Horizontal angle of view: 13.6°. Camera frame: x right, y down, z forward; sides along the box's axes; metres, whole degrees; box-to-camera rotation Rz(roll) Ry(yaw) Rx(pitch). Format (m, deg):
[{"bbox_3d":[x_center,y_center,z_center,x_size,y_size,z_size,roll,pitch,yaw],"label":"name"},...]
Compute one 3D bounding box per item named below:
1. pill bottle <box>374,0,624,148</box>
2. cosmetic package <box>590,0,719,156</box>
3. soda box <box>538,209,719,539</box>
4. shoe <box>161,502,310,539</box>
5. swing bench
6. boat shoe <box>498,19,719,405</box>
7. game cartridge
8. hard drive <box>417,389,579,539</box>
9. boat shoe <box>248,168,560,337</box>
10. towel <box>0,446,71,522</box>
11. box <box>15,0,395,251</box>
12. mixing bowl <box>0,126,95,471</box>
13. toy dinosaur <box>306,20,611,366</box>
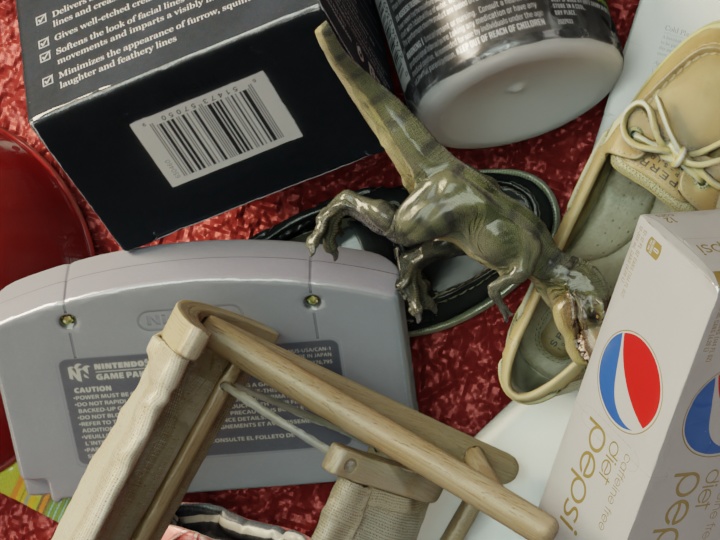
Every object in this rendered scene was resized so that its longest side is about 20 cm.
[{"bbox_3d":[0.049,-0.168,1.440,0.106,0.106,0.201,-21,68,11],"label":"pill bottle"},{"bbox_3d":[0.217,-0.062,1.429,0.199,0.052,0.151,19,95,14],"label":"cosmetic package"},{"bbox_3d":[0.138,0.072,1.352,0.064,0.068,0.201,46,130,44],"label":"soda box"},{"bbox_3d":[-0.122,0.155,1.476,0.199,0.071,0.091,10,101,5],"label":"shoe"},{"bbox_3d":[-0.049,0.141,1.373,0.199,0.130,0.199,28,95,-11],"label":"swing bench"},{"bbox_3d":[0.128,-0.023,1.387,0.073,0.063,0.201,38,114,7],"label":"boat shoe"},{"bbox_3d":[-0.074,0.047,1.450,0.199,0.042,0.134,-4,123,4],"label":"game cartridge"},{"bbox_3d":[0.089,0.140,1.460,0.200,0.026,0.132,-44,78,8],"label":"hard drive"},{"bbox_3d":[-0.001,-0.002,1.470,0.198,0.066,0.075,-13,83,12],"label":"boat shoe"},{"bbox_3d":[-0.180,0.066,1.535,0.199,0.018,0.086,26,89,14],"label":"towel"},{"bbox_3d":[-0.078,-0.135,1.433,0.148,0.107,0.201,-20,49,12],"label":"box"},{"bbox_3d":[-0.239,0.009,1.491,0.199,0.108,0.201,-2,82,12],"label":"mixing bowl"},{"bbox_3d":[0.030,-0.023,1.367,0.200,0.048,0.088,43,125,-11],"label":"toy dinosaur"}]
